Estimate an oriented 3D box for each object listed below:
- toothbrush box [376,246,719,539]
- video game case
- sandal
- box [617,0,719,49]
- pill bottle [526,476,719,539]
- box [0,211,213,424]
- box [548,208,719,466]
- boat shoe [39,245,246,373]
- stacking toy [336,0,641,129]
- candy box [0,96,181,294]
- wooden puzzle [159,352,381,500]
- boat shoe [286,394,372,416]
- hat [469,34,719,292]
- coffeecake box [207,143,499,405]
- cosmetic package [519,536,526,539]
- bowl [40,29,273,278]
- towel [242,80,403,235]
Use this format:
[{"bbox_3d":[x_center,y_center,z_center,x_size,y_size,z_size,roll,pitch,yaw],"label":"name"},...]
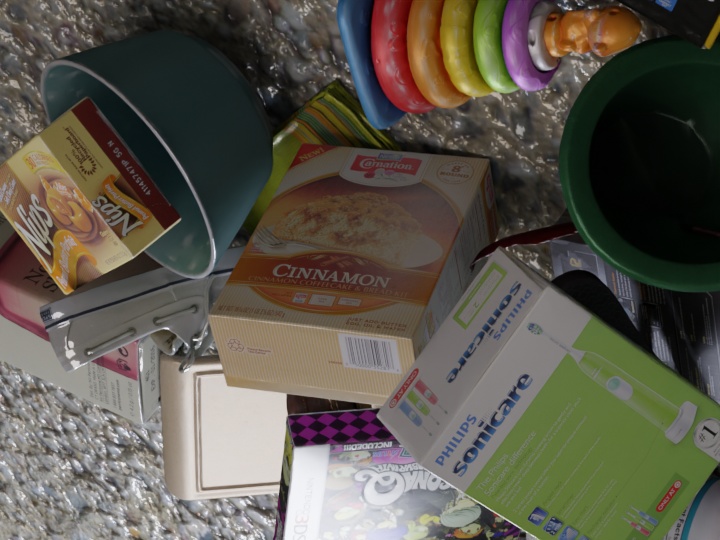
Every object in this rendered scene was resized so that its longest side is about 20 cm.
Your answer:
[{"bbox_3d":[0.137,0.102,1.359,0.200,0.146,0.086,33,-175,-29],"label":"toothbrush box"},{"bbox_3d":[0.036,0.168,1.557,0.199,0.036,0.182,-3,141,-10],"label":"video game case"},{"bbox_3d":[0.187,0.078,1.443,0.201,0.076,0.043,62,175,-26],"label":"sandal"},{"bbox_3d":[0.163,-0.248,1.229,0.200,0.049,0.160,31,142,9],"label":"box"},{"bbox_3d":[0.238,0.209,1.561,0.199,0.111,0.111,10,133,31],"label":"pill bottle"},{"bbox_3d":[-0.238,0.023,1.738,0.199,0.128,0.109,23,138,18],"label":"box"},{"bbox_3d":[0.229,0.051,1.465,0.158,0.048,0.201,12,134,31],"label":"box"},{"bbox_3d":[-0.151,0.040,1.611,0.075,0.201,0.086,-19,89,65],"label":"boat shoe"},{"bbox_3d":[0.094,-0.157,1.322,0.199,0.116,0.110,3,129,32],"label":"stacking toy"},{"bbox_3d":[-0.220,-0.054,1.549,0.116,0.055,0.200,53,157,-7],"label":"candy box"},{"bbox_3d":[-0.073,0.129,1.736,0.199,0.037,0.185,0,135,-4],"label":"wooden puzzle"},{"bbox_3d":[-0.048,0.055,1.579,0.070,0.200,0.071,-20,120,-3],"label":"boat shoe"},{"bbox_3d":[0.194,-0.068,1.367,0.199,0.166,0.176,7,179,-5],"label":"hat"},{"bbox_3d":[0.000,0.000,1.454,0.153,0.200,0.073,6,132,19],"label":"coffeecake box"},{"bbox_3d":[0.165,0.356,1.716,0.164,0.165,0.200,0,127,36],"label":"cosmetic package"},{"bbox_3d":[-0.143,-0.104,1.537,0.201,0.105,0.201,39,153,24],"label":"bowl"},{"bbox_3d":[-0.045,-0.074,1.582,0.086,0.018,0.200,46,141,-8],"label":"towel"}]
